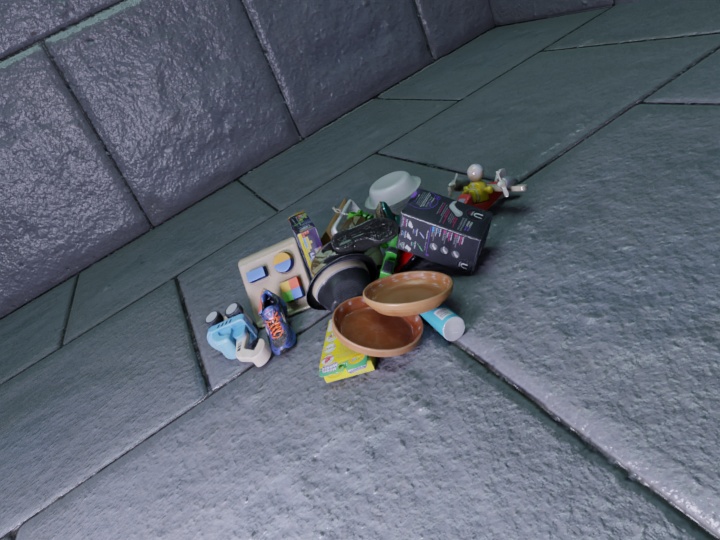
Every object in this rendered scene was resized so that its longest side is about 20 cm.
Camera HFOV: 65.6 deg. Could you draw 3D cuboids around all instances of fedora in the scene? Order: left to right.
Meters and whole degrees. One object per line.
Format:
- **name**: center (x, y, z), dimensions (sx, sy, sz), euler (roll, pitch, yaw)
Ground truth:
- **fedora**: center (-0.029, 0.054, 1.324), dimensions (0.197, 0.203, 0.092), euler (-31, 56, -10)

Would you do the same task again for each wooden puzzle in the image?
- **wooden puzzle**: center (-0.233, 0.031, 1.518), dimensions (0.181, 0.206, 0.046), euler (-22, -11, 10)

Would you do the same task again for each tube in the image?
- **tube**: center (0.154, 0.085, 1.187), dimensions (0.075, 0.052, 0.200), euler (5, 16, -20)

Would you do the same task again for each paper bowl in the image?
- **paper bowl**: center (0.106, -0.239, 1.773), dimensions (0.195, 0.106, 0.202), euler (-21, 27, 11)

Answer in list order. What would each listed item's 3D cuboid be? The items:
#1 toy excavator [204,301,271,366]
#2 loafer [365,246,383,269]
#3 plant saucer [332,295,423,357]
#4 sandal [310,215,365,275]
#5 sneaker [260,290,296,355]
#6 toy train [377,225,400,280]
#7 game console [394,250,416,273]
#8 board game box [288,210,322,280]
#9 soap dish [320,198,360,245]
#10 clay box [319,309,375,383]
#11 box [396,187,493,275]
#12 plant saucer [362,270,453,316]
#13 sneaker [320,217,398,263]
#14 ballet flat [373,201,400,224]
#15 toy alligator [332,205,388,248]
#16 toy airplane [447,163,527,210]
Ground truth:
- **toy excavator**: center (-0.310, 0.183, 1.426), dimensions (0.190, 0.101, 0.203), euler (-22, 39, 14)
- **loafer**: center (0.000, 0.000, 1.442), dimensions (0.199, 0.069, 0.076), euler (-38, -4, -38)
- **plant saucer**: center (0.036, 0.119, 1.178), dimensions (0.193, 0.033, 0.202), euler (5, 30, -3)
- **sandal**: center (-0.048, -0.053, 1.429), dimensions (0.079, 0.055, 0.202), euler (24, 66, 32)
- **sneaker**: center (-0.217, 0.130, 1.399), dimensions (0.074, 0.079, 0.202), euler (-31, 43, 2)
- **toy train**: center (0.080, -0.041, 1.410), dimensions (0.040, 0.057, 0.203), euler (13, 45, 5)
- **game console**: center (0.179, -0.060, 1.470), dimensions (0.173, 0.117, 0.202), euler (-50, 14, 27)
- **board game box**: center (-0.128, -0.041, 1.516), dimensions (0.055, 0.205, 0.165), euler (-22, 25, -9)
- **soap dish**: center (-0.032, -0.092, 1.585), dimensions (0.080, 0.158, 0.202), euler (-32, 19, 31)
- **clay box**: center (-0.023, 0.166, 1.208), dimensions (0.112, 0.049, 0.202), euler (-17, 28, 15)
- **box**: center (0.197, -0.094, 1.318), dimensions (0.195, 0.108, 0.123), euler (21, 44, 16)
- **plant saucer**: center (0.102, 0.050, 1.193), dimensions (0.193, 0.039, 0.201), euler (-8, 18, 3)
- **sneaker**: center (-0.004, -0.067, 1.334), dimensions (0.193, 0.062, 0.105), euler (-14, -18, 0)
- **ballet flat**: center (0.077, -0.132, 1.551), dimensions (0.074, 0.070, 0.199), euler (-22, -20, 23)
- **toy alligator**: center (0.007, -0.135, 1.493), dimensions (0.059, 0.198, 0.055), euler (-19, -37, -58)
- **toy airplane**: center (0.329, -0.221, 1.478), dimensions (0.195, 0.144, 0.201), euler (-20, 25, 13)
